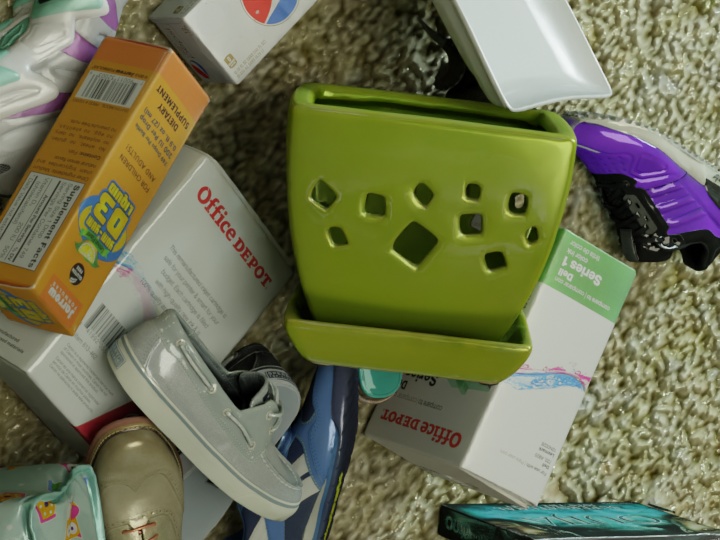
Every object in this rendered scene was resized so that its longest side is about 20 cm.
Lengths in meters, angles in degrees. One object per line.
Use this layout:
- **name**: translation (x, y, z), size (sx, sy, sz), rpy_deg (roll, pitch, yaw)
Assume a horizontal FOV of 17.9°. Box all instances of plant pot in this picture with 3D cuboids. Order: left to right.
- **plant pot**: translation (0.041, -0.027, 1.615), size (0.199, 0.199, 0.183), rpy_deg (6, 98, 0)

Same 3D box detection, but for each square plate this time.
- **square plate**: translation (0.099, -0.207, 1.718), size (0.198, 0.028, 0.201), rpy_deg (-14, 75, -61)

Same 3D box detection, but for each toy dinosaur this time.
- **toy dinosaur**: translation (0.088, -0.101, 1.784), size (0.077, 0.102, 0.201), rpy_deg (-10, 116, -58)

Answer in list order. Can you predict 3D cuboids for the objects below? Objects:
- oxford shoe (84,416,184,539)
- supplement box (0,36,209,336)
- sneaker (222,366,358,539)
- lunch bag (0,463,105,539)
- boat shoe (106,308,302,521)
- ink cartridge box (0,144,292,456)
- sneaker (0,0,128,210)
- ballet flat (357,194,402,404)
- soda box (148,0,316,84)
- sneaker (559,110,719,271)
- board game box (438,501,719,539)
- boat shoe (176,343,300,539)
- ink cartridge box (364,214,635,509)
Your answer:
- **oxford shoe**: translation (-0.150, 0.185, 1.608), size (0.070, 0.074, 0.201), rpy_deg (-12, 135, -10)
- **supplement box**: translation (-0.182, -0.058, 1.546), size (0.201, 0.069, 0.067), rpy_deg (-61, 144, -19)
- **sneaker**: translation (-0.053, 0.149, 1.711), size (0.082, 0.074, 0.201), rpy_deg (19, 105, 8)
- **lunch bag**: translation (-0.256, 0.241, 1.559), size (0.122, 0.169, 0.201), rpy_deg (-42, 123, -70)
- **boat shoe**: translation (-0.090, 0.100, 1.592), size (0.071, 0.070, 0.201), rpy_deg (-38, 126, 8)
- **ink cartridge box**: translation (-0.161, 0.022, 1.625), size (0.200, 0.083, 0.146), rpy_deg (-51, 137, -16)
- **sneaker**: translation (-0.205, -0.124, 1.613), size (0.200, 0.078, 0.140), rpy_deg (-41, 120, -15)
- **ballet flat**: translation (0.000, 0.000, 1.748), size (0.068, 0.067, 0.201), rpy_deg (3, 94, -26)
- **soda box**: translation (-0.060, -0.229, 1.685), size (0.200, 0.064, 0.068), rpy_deg (-49, 116, -17)
- **sneaker**: translation (0.233, -0.058, 1.878), size (0.199, 0.069, 0.100), rpy_deg (26, 85, -30)
- **board game box**: translation (0.182, 0.212, 1.844), size (0.199, 0.135, 0.028), rpy_deg (2, 95, -31)
- **boat shoe**: translation (-0.128, 0.137, 1.689), size (0.073, 0.068, 0.200), rpy_deg (26, 107, -40)
- **ink cartridge box**: translation (0.106, 0.066, 1.773), size (0.084, 0.145, 0.201), rpy_deg (29, 82, -31)
